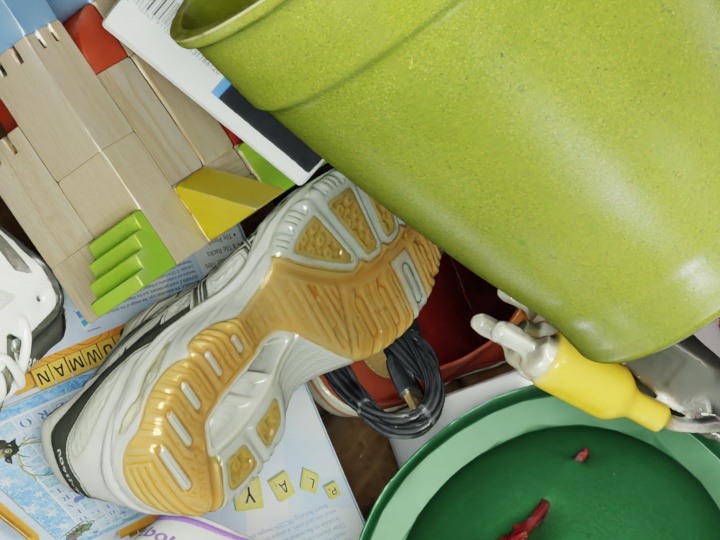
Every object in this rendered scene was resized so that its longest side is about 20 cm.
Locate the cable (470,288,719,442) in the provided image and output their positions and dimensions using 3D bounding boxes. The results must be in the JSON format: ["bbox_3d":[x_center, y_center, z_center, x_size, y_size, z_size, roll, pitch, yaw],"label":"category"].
[{"bbox_3d":[0.134,0.059,1.142,0.200,0.050,0.097,36,17,-4],"label":"cable"}]

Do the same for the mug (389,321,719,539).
[{"bbox_3d":[0.087,0.126,1.224,0.199,0.147,0.176,-18,87,-38],"label":"mug"}]

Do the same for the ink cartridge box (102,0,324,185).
[{"bbox_3d":[-0.026,-0.119,1.172,0.099,0.039,0.200,38,31,-8],"label":"ink cartridge box"}]

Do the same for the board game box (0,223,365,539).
[{"bbox_3d":[-0.097,0.097,1.174,0.199,0.041,0.200,-19,83,-37],"label":"board game box"}]

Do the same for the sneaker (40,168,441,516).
[{"bbox_3d":[-0.049,0.019,1.154,0.200,0.087,0.076,-42,116,-39],"label":"sneaker"}]

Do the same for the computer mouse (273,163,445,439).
[{"bbox_3d":[0.000,0.000,1.233,0.058,0.034,0.200,-15,45,0],"label":"computer mouse"}]

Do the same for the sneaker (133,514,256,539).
[{"bbox_3d":[-0.027,0.176,1.124,0.201,0.072,0.114,53,55,-23],"label":"sneaker"}]

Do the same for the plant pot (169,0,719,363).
[{"bbox_3d":[0.070,-0.077,1.043,0.193,0.200,0.201,49,53,-14],"label":"plant pot"}]

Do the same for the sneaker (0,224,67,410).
[{"bbox_3d":[-0.145,0.054,1.083,0.115,0.076,0.201,-12,77,-34],"label":"sneaker"}]

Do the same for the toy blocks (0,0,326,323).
[{"bbox_3d":[-0.090,-0.072,1.150,0.137,0.100,0.200,56,32,-2],"label":"toy blocks"}]

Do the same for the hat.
[{"bbox_3d":[0.077,0.129,1.071,0.200,0.176,0.166,-37,89,-7],"label":"hat"}]

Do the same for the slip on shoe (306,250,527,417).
[{"bbox_3d":[0.058,0.004,1.303,0.200,0.061,0.074,-28,88,-39],"label":"slip on shoe"}]
